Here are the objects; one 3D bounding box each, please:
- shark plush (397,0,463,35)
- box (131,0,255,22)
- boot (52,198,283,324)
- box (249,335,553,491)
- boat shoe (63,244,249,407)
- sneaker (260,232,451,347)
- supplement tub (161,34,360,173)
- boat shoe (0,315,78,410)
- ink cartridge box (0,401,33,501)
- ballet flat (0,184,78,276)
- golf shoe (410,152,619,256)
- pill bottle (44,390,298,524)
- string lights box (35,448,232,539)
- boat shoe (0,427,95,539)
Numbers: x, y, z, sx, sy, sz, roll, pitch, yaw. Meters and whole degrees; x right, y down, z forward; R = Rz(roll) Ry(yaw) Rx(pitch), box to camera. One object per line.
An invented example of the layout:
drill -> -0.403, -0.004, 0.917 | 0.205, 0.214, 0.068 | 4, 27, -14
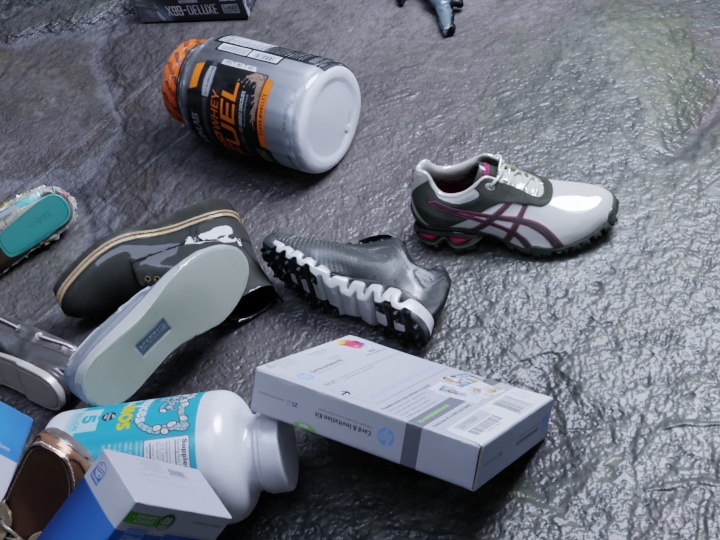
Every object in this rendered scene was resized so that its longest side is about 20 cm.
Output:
shark plush -> 0.077, -0.356, 1.349 | 0.083, 0.091, 0.200 | -32, 68, 13
box -> -0.200, -0.414, 1.459 | 0.157, 0.050, 0.200 | 2, 51, 18
boot -> -0.188, 0.019, 1.069 | 0.200, 0.078, 0.138 | -30, 54, -9
box -> 0.036, 0.108, 0.888 | 0.200, 0.041, 0.156 | 17, 14, 26
boat shoe -> -0.190, 0.043, 0.995 | 0.071, 0.070, 0.201 | 10, 46, 49
sneaker -> 0.000, 0.000, 1.039 | 0.200, 0.067, 0.091 | 23, 57, 26
supplement tub -> -0.111, -0.186, 1.188 | 0.200, 0.123, 0.123 | 19, 57, 29
boat shoe -> -0.344, 0.076, 1.072 | 0.200, 0.067, 0.057 | 23, 43, 25
ink cartridge box -> -0.372, 0.210, 0.907 | 0.145, 0.084, 0.200 | -27, 40, 34
ballet flat -> -0.399, -0.029, 1.181 | 0.200, 0.076, 0.064 | -28, 17, -14
golf shoe -> 0.144, -0.065, 1.038 | 0.200, 0.088, 0.077 | -2, 48, 12
pill bottle -> -0.156, 0.160, 0.909 | 0.200, 0.111, 0.111 | -8, 48, 8
string lights box -> -0.199, 0.232, 0.809 | 0.200, 0.103, 0.059 | -53, 51, 9
boat shoe -> -0.251, 0.211, 0.837 | 0.076, 0.200, 0.072 | 24, 28, 13
